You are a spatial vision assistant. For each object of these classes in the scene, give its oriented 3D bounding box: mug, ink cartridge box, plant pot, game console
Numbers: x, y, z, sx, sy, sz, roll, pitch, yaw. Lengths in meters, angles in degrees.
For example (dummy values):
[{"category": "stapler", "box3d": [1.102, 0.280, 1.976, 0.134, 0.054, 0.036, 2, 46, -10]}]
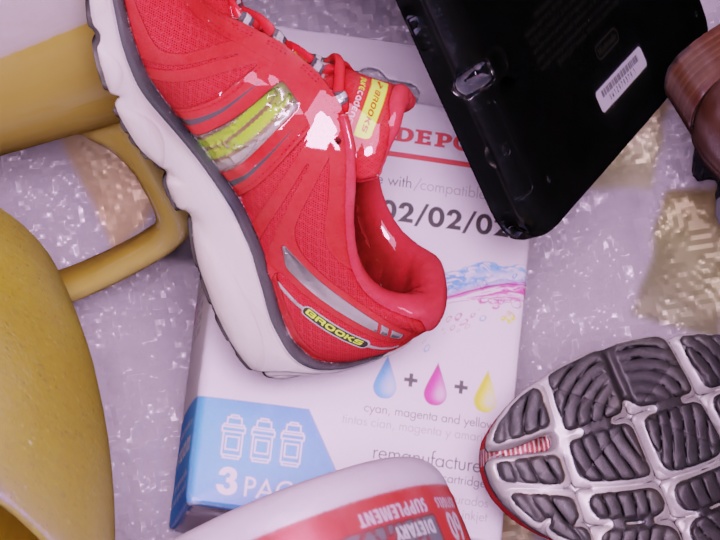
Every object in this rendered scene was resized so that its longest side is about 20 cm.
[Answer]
[{"category": "mug", "box3d": [-0.151, -0.082, 1.040, 0.153, 0.149, 0.187, -23, 76, 12]}, {"category": "ink cartridge box", "box3d": [0.000, 0.000, 1.085, 0.115, 0.068, 0.200, 8, 75, -7]}, {"category": "plant pot", "box3d": [-0.167, 0.051, 1.001, 0.200, 0.200, 0.142, 17, 50, -4]}, {"category": "game console", "box3d": [0.022, -0.112, 1.085, 0.176, 0.116, 0.200, 65, 33, -15]}]

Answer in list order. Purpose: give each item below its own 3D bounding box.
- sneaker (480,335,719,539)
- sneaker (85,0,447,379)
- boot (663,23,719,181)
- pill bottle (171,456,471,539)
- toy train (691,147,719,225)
[{"category": "sneaker", "box3d": [0.125, 0.060, 1.062, 0.200, 0.085, 0.077, -12, 82, -28]}, {"category": "sneaker", "box3d": [-0.026, -0.058, 0.982, 0.085, 0.077, 0.200, -14, 118, 22]}, {"category": "boot", "box3d": [0.223, -0.036, 1.011, 0.186, 0.064, 0.200, -35, 56, 10]}, {"category": "pill bottle", "box3d": [0.009, 0.171, 0.958, 0.116, 0.116, 0.200, -20, 78, -12]}, {"category": "toy train", "box3d": [0.191, -0.089, 1.129, 0.114, 0.087, 0.200, 9, 79, 3]}]
